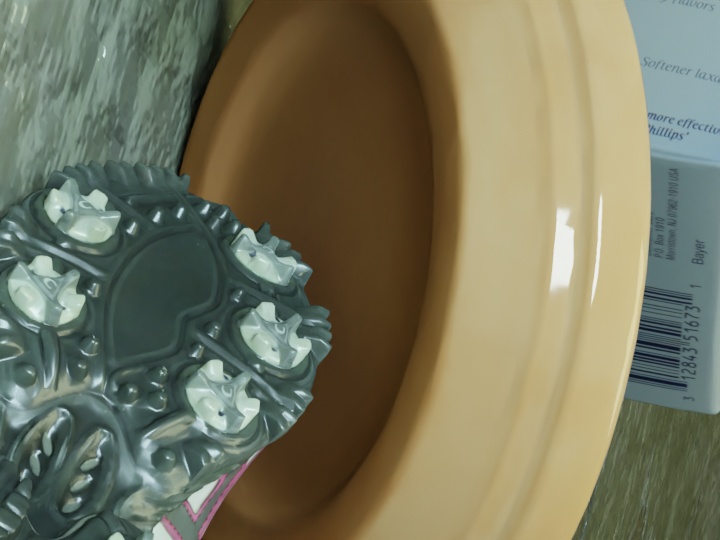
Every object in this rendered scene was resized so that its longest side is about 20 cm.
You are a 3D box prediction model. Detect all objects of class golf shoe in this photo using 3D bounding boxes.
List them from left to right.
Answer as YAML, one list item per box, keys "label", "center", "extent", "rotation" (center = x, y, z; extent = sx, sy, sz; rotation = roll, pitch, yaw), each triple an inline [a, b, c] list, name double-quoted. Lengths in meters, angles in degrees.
- label: "golf shoe"
  center: [-0.068, 0.049, 0.620]
  extent: [0.088, 0.077, 0.200]
  rotation: [-54, -173, 35]

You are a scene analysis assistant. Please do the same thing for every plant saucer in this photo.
- label: "plant saucer"
  center: [0.000, 0.000, 0.697]
  extent: [0.200, 0.037, 0.201]
  rotation: [-27, -121, 58]

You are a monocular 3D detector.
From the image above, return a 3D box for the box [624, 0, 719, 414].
- label: "box"
  center: [0.134, -0.075, 1.283]
  extent: [0.184, 0.105, 0.200]
  rotation: [85, 22, -53]
